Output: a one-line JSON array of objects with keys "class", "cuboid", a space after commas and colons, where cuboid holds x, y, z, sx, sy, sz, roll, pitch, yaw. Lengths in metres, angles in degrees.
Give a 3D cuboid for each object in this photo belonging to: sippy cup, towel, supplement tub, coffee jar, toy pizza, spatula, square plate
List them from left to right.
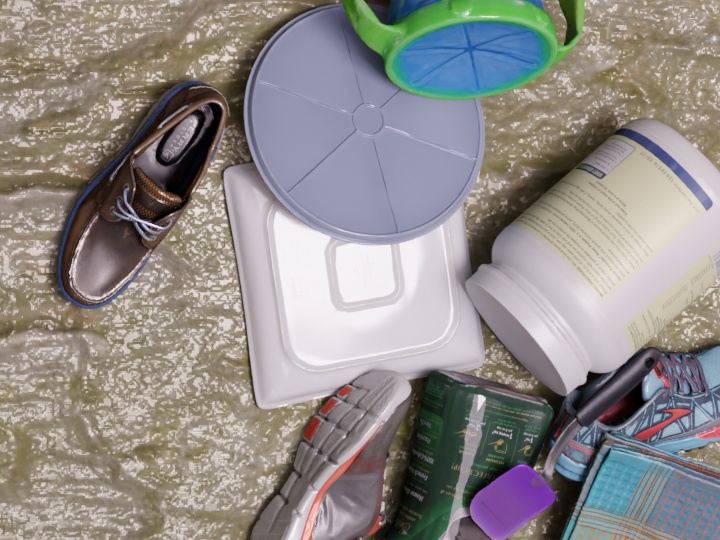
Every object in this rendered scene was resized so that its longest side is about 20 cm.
[{"class": "square plate", "cuboid": [0.000, 0.000, 1.685, 0.198, 0.028, 0.200, -10, 99, -16]}, {"class": "toy pizza", "cuboid": [0.002, -0.115, 1.653, 0.200, 0.032, 0.201, 4, 75, -17]}, {"class": "coffee jar", "cuboid": [0.080, 0.188, 1.700, 0.104, 0.085, 0.200, 16, 91, -25]}, {"class": "sippy cup", "cuboid": [0.079, -0.220, 1.623, 0.178, 0.139, 0.131, 26, 52, -52]}, {"class": "spatula", "cuboid": [0.166, 0.133, 1.656, 0.200, 0.021, 0.057, -47, 123, -5]}, {"class": "supplement tub", "cuboid": [0.198, -0.010, 1.680, 0.200, 0.145, 0.145, -41, 106, -8]}, {"class": "towel", "cuboid": [0.237, 0.234, 1.720, 0.146, 0.022, 0.200, 18, 121, 0]}]

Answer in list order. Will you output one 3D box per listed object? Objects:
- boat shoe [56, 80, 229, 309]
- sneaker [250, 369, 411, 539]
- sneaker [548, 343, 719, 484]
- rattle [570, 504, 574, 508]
[{"class": "boat shoe", "cuboid": [-0.169, -0.059, 1.604, 0.072, 0.072, 0.200, 30, 88, -17]}, {"class": "sneaker", "cuboid": [-0.010, 0.172, 1.685, 0.082, 0.077, 0.200, 30, 100, -28]}, {"class": "sneaker", "cuboid": [0.248, 0.104, 1.719, 0.200, 0.079, 0.096, -25, 139, -18]}, {"class": "rattle", "cuboid": [0.298, 0.189, 1.781, 0.200, 0.130, 0.143, 23, 67, 14]}]
